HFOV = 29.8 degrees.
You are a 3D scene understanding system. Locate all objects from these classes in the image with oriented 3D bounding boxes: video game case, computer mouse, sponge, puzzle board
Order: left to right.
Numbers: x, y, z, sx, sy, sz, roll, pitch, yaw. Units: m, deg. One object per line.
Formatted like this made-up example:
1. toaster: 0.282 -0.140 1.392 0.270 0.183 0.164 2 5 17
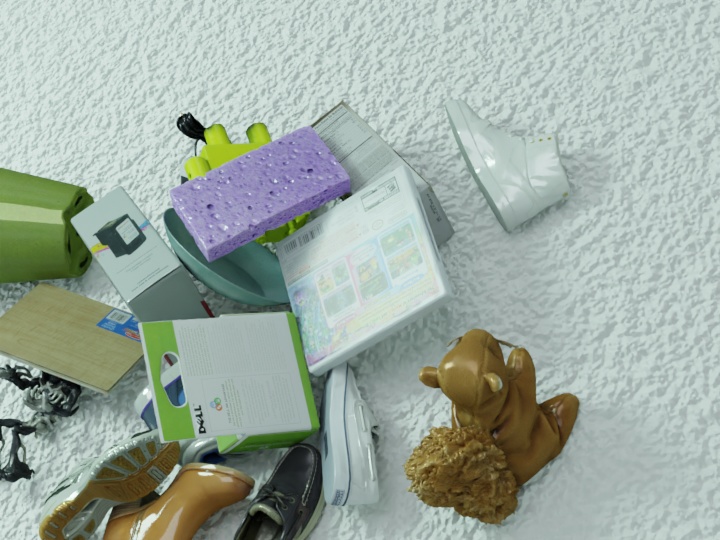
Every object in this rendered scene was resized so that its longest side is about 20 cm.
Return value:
1. puzzle board: -0.368 0.086 1.735 0.199 0.017 0.151 18 36 16
2. computer mouse: -0.209 -0.115 1.821 0.044 0.110 0.201 -13 63 22
3. sponge: -0.121 -0.097 1.644 0.199 0.030 0.112 -27 53 -15
4. video game case: 0.000 0.000 1.590 0.199 0.024 0.183 -31 59 22

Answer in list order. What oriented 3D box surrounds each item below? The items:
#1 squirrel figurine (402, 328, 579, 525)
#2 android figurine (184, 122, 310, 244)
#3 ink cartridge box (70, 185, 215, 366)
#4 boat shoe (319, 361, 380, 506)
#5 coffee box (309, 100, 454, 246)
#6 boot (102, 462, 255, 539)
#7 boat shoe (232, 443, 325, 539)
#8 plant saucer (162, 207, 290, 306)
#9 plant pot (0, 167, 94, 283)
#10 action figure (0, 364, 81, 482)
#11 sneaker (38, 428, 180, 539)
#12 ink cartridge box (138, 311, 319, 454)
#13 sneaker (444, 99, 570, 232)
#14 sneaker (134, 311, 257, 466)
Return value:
1. squirrel figurine: 0.129 0.165 1.445 0.141 0.187 0.201 11 63 26
2. android figurine: -0.136 -0.113 1.771 0.181 0.041 0.201 -3 52 -25
3. ink cartridge box: -0.269 0.009 1.709 0.083 0.146 0.200 -35 45 -9
4. boat shoe: -0.010 0.189 1.567 0.065 0.074 0.201 8 49 -12
5. coffee box: 0.019 -0.109 1.711 0.080 0.113 0.200 -39 53 -4
6. boot: -0.215 0.308 1.548 0.199 0.077 0.156 -11 49 21
7. boat shoe: -0.097 0.281 1.534 0.072 0.065 0.201 13 64 29
8. plant saucer: -0.166 -0.007 1.686 0.201 0.200 0.039 45 110 36
9. plant pot: -0.464 -0.057 1.838 0.189 0.200 0.201 5 60 9
10. action figure: -0.417 0.166 1.712 0.118 0.102 0.201 11 65 40
11. sneaker: -0.299 0.237 1.584 0.200 0.076 0.088 -36 28 7
12. ink cartridge box: -0.162 0.131 1.557 0.199 0.076 0.149 -2 67 -31
13. sneaker: 0.190 -0.153 1.704 0.115 0.074 0.201 -27 63 1
14. sneaker: -0.159 0.159 1.642 0.200 0.081 0.146 -38 70 -20
